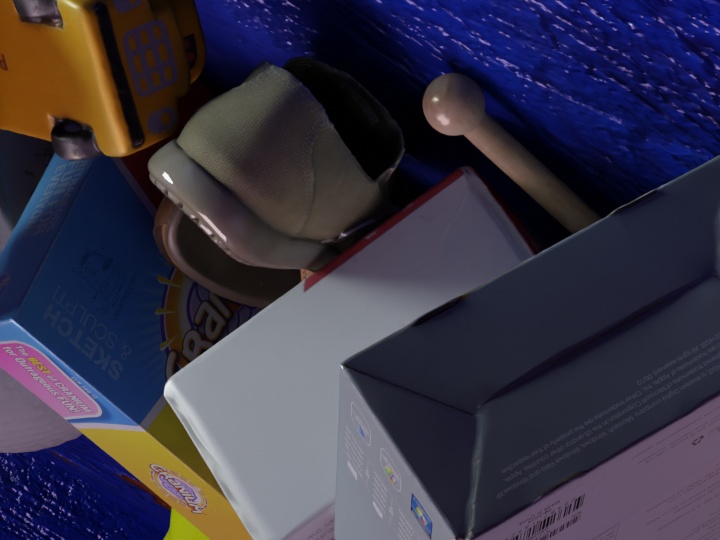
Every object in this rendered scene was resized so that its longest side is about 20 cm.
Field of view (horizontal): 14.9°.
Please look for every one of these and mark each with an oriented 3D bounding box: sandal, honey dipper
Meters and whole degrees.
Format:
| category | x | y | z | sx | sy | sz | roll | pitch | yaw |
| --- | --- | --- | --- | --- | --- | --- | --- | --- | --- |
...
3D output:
| category | x | y | z | sx | sy | sz | roll | pitch | yaw |
| --- | --- | --- | --- | --- | --- | --- | --- | --- | --- |
| sandal | 0.000 | 0.000 | 1.177 | 0.200 | 0.080 | 0.054 | 31 | -179 | -37 |
| honey dipper | 0.093 | -0.009 | 1.028 | 0.200 | 0.038 | 0.038 | 40 | 165 | -32 |

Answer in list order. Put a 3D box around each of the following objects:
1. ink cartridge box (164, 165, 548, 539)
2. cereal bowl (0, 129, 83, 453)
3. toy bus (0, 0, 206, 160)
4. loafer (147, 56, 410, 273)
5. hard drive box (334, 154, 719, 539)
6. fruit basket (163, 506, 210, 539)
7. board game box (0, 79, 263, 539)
| category | x | y | z | sx | sy | sz | roll | pitch | yaw |
| --- | --- | --- | --- | --- | --- | --- | --- | --- | --- |
| ink cartridge box | 0.033 | 0.058 | 1.090 | 0.083 | 0.147 | 0.200 | 56 | -173 | 24 |
| cereal bowl | -0.149 | -0.023 | 1.220 | 0.200 | 0.200 | 0.083 | 36 | 141 | -28 |
| toy bus | -0.126 | -0.095 | 1.055 | 0.200 | 0.078 | 0.065 | 15 | 125 | 51 |
| loafer | -0.014 | -0.040 | 1.043 | 0.076 | 0.068 | 0.200 | 46 | -168 | 7 |
| hard drive box | 0.074 | 0.070 | 0.964 | 0.077 | 0.156 | 0.200 | 55 | 162 | 24 |
| fruit basket | -0.028 | 0.096 | 1.361 | 0.215 | 0.216 | 0.155 | 32 | 168 | -11 |
| board game box | -0.063 | 0.023 | 1.197 | 0.040 | 0.153 | 0.200 | -12 | 135 | 46 |
